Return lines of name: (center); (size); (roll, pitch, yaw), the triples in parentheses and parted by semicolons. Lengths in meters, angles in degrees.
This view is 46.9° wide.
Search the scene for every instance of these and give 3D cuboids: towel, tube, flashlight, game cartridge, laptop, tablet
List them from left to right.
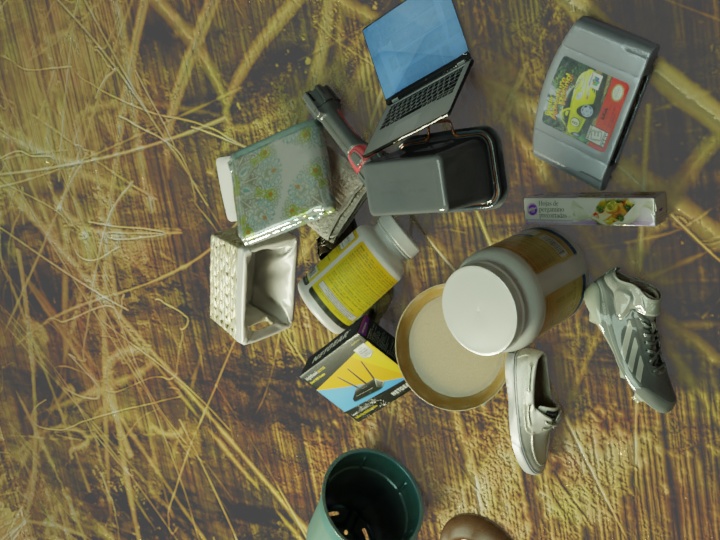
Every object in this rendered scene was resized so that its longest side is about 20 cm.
tablet: (-0.213, -0.167, 1.644); (0.197, 0.014, 0.134); (-1, 104, 44)
towel: (-0.139, -0.152, 1.451); (0.196, 0.048, 0.176); (-19, 71, 23)
towel: (-0.077, -0.151, 1.462); (0.199, 0.034, 0.134); (37, 94, 30)
flashlight: (-0.017, -0.229, 1.406); (0.202, 0.067, 0.068); (55, 171, 21)
laptop: (0.065, -0.306, 1.267); (0.116, 0.203, 0.185); (43, 141, -24)
tube: (0.154, 0.127, 1.377); (0.200, 0.050, 0.078); (45, 125, 18)
game cartridge: (0.306, -0.226, 1.119); (0.132, 0.040, 0.204); (35, 126, 34)

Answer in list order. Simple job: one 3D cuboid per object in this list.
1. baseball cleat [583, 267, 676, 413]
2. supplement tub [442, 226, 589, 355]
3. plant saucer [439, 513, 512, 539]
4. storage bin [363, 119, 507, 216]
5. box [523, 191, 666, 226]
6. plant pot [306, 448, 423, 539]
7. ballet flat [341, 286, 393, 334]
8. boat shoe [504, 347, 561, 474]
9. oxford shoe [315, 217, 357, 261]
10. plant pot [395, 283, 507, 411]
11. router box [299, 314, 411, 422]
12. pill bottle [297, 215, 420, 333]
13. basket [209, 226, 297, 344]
baseball cleat: (0.384, 0.092, 1.130); (0.202, 0.069, 0.106); (57, 134, 11)
supplement tub: (0.219, 0.028, 1.171); (0.142, 0.198, 0.149); (16, 115, 38)
plant saucer: (0.209, 0.534, 1.470); (0.197, 0.036, 0.206); (17, 116, 38)
storage bin: (0.103, -0.149, 1.267); (0.197, 0.133, 0.150); (0, 105, 42)
box: (0.321, -0.085, 1.149); (0.197, 0.041, 0.040); (5, 107, 43)
plant pot: (-0.009, 0.472, 1.557); (0.201, 0.198, 0.198); (49, 139, 18)
ballet flat: (0.000, 0.097, 1.496); (0.071, 0.070, 0.203); (41, 129, 25)
boat shoe: (0.274, 0.219, 1.282); (0.069, 0.070, 0.206); (-2, 98, 42)
oxford shoe: (-0.048, -0.061, 1.476); (0.073, 0.083, 0.203); (-43, 73, 44)
plant pot: (0.152, 0.122, 1.343); (0.195, 0.027, 0.206); (1, 93, 20)
router box: (0.002, 0.179, 1.486); (0.148, 0.052, 0.199); (38, 135, -12)
pill bottle: (0.000, 0.000, 1.382); (0.199, 0.112, 0.113); (-41, 73, 8)
basket: (-0.213, 0.018, 1.626); (0.122, 0.134, 0.205); (27, 121, 38)
